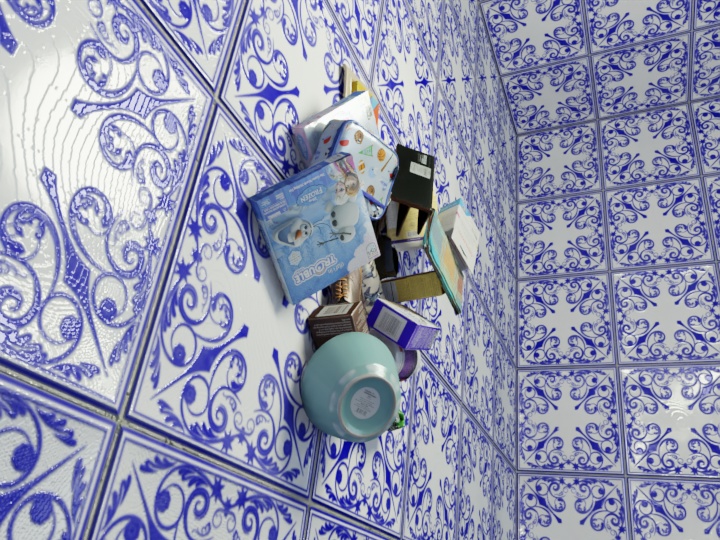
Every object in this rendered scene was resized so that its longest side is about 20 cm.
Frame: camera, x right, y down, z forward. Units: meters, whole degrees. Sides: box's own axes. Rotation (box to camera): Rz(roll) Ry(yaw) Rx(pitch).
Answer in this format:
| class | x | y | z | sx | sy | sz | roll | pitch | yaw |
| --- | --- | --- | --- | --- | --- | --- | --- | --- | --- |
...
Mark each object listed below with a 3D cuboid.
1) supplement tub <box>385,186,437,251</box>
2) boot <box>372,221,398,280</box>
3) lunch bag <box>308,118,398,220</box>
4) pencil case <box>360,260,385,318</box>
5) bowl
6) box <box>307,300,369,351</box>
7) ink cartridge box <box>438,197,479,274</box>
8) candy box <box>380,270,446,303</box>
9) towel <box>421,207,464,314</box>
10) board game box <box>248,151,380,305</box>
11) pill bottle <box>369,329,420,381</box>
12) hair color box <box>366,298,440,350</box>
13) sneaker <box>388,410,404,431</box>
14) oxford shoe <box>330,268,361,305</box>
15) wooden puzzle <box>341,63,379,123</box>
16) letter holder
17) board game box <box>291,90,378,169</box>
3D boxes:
| class | x | y | z | sx | sy | sz | roll | pitch | yaw |
| --- | --- | --- | --- | --- | --- | --- | --- | --- | --- |
| supplement tub | 0.131 | -0.158 | 1.585 | 0.145 | 0.141 | 0.208 | -12 | 96 | -65 |
| boot | 0.053 | -0.059 | 1.442 | 0.075 | 0.094 | 0.206 | 51 | 41 | -51 |
| lunch bag | -0.008 | -0.191 | 1.204 | 0.198 | 0.074 | 0.165 | 26 | 80 | -45 |
| pencil case | 0.000 | 0.000 | 1.333 | 0.090 | 0.075 | 0.206 | -75 | 152 | -66 |
| bowl | -0.003 | 0.228 | 1.109 | 0.105 | 0.195 | 0.207 | -149 | -137 | -66 |
| box | -0.027 | 0.170 | 1.204 | 0.075 | 0.097 | 0.207 | -45 | 126 | -64 |
| ink cartridge box | 0.238 | -0.077 | 1.520 | 0.117 | 0.066 | 0.202 | 56 | 30 | -21 |
| candy box | 0.114 | 0.040 | 1.435 | 0.116 | 0.194 | 0.059 | -14 | 94 | -64 |
| towel | 0.191 | -0.022 | 1.371 | 0.203 | 0.021 | 0.149 | 60 | 28 | -29 |
| board game box | -0.075 | -0.075 | 1.084 | 0.197 | 0.043 | 0.204 | -30 | 118 | -22 |
| pill bottle | 0.071 | 0.201 | 1.412 | 0.199 | 0.108 | 0.116 | 21 | 65 | -63 |
| hair color box | 0.097 | 0.120 | 1.330 | 0.066 | 0.108 | 0.199 | -60 | 159 | 2 |
| sneaker | 0.041 | 0.315 | 1.350 | 0.199 | 0.083 | 0.081 | 31 | 57 | -60 |
| oxford shoe | -0.030 | 0.036 | 1.246 | 0.073 | 0.069 | 0.207 | -63 | 144 | -79 |
| wooden puzzle | 0.006 | -0.370 | 1.475 | 0.184 | 0.036 | 0.208 | 19 | 68 | -64 |
| letter holder | 0.101 | -0.165 | 1.412 | 0.204 | 0.097 | 0.144 | -80 | -171 | -46 |
| board game box | -0.034 | -0.236 | 1.262 | 0.198 | 0.043 | 0.205 | -39 | 124 | -37 |
